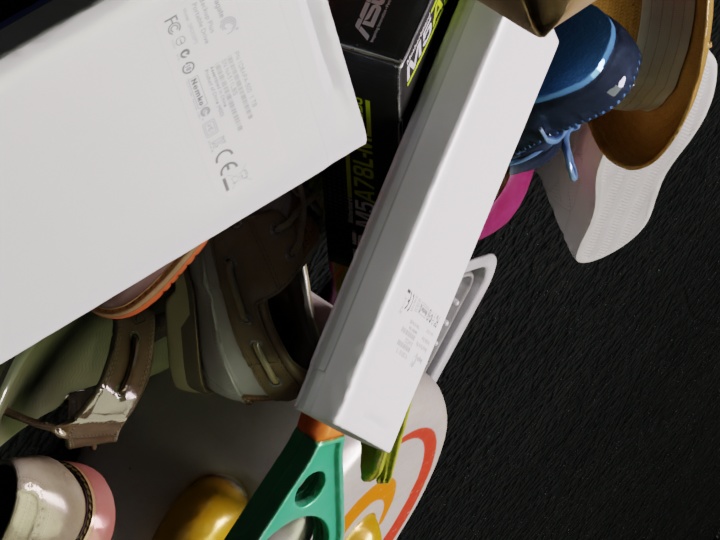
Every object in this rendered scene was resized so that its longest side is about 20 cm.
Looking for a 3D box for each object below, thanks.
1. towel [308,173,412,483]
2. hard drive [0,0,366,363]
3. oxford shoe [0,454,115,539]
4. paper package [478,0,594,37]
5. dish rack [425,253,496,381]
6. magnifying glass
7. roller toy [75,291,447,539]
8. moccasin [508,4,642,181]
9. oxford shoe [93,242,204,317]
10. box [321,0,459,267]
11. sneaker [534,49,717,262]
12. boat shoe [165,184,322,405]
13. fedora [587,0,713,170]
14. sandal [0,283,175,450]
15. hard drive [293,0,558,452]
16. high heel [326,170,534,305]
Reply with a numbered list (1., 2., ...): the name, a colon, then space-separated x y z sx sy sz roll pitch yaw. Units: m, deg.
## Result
1. towel: 0.000 0.000 1.338 0.018 0.201 0.086 -1 138 -11
2. hard drive: -0.098 -0.049 1.037 0.199 0.025 0.132 -31 137 -13
3. oxford shoe: -0.201 0.144 1.198 0.200 0.071 0.075 -43 148 9
4. paper package: 0.058 -0.202 1.050 0.200 0.190 0.104 -36 156 -49
5. dish rack: -0.004 0.071 1.636 0.201 0.043 0.171 -61 161 20
6. magnifying glass: -0.024 0.092 1.280 0.079 0.022 0.201 -12 128 -48
7. roller toy: -0.048 0.105 1.420 0.183 0.139 0.200 -51 162 -14
8. moccasin: 0.078 -0.086 1.359 0.081 0.068 0.200 -56 -156 -19
9. oxford shoe: -0.083 -0.075 1.107 0.072 0.071 0.201 -3 117 -62
10. box: 0.035 -0.124 1.219 0.193 0.047 0.201 81 29 -62
11. sneaker: 0.131 -0.100 1.565 0.073 0.116 0.200 -19 156 -23
12. boat shoe: -0.050 -0.022 1.236 0.201 0.068 0.075 86 20 -45
13. fedora: 0.114 -0.152 1.414 0.081 0.201 0.201 -2 138 -18
14. sandal: -0.117 0.044 1.262 0.201 0.057 0.080 -28 148 -56
15. hard drive: 0.031 -0.024 1.184 0.132 0.026 0.201 42 70 -77
16. high heel: 0.047 -0.054 1.487 0.200 0.067 0.096 -43 165 -31
